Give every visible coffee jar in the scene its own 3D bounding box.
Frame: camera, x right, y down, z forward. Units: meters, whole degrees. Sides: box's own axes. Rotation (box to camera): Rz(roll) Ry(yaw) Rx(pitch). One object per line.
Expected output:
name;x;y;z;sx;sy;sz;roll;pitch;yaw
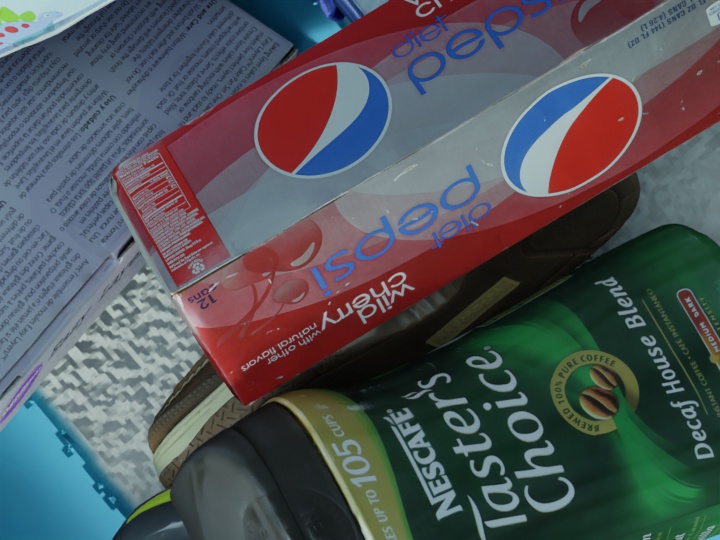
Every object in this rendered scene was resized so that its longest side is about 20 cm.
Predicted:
coffee jar;0.043;0.067;0.926;0.200;0.085;0.104;-24;78;-20

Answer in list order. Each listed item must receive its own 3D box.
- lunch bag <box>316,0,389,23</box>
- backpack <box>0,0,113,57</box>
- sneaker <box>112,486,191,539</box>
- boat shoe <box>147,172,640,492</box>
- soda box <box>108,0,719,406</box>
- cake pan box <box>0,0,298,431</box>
lunch bag;0.019;-0.174;0.961;0.161;0.082;0.200;-39;86;12
backpack;-0.130;-0.166;0.852;0.183;0.147;0.200;-20;125;40
sneaker;0.005;0.133;0.965;0.200;0.081;0.074;20;129;5
boat shoe;0.003;0.002;0.987;0.202;0.075;0.075;-36;58;13
soda box;0.024;-0.044;0.898;0.200;0.070;0.063;-30;51;-1
cake pan box;-0.148;-0.055;0.949;0.184;0.052;0.200;32;54;6
